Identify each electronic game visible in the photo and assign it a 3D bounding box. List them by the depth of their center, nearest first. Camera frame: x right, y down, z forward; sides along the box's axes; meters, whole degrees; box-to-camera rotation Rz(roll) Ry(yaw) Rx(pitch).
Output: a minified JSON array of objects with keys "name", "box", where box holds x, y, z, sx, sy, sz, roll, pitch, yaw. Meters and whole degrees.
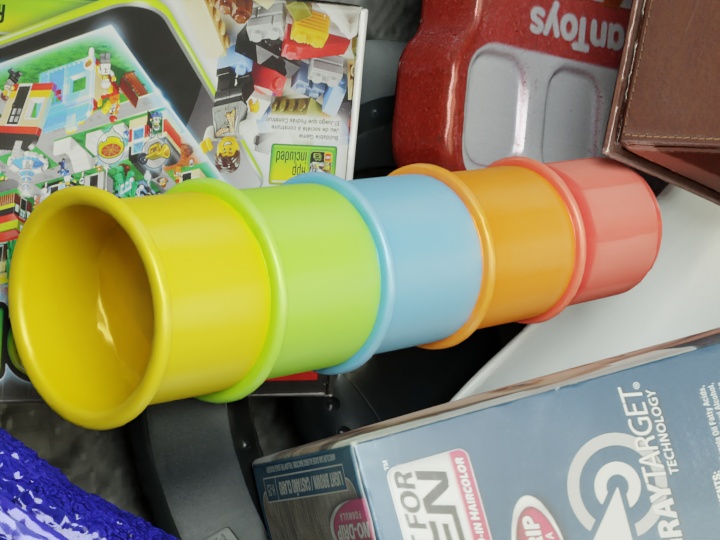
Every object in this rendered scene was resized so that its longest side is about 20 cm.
[{"name":"electronic game","box":[0.009,0.029,0.898,0.200,0.042,0.201,4,84,-42]}]

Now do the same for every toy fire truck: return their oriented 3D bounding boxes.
[{"name":"toy fire truck","box":[0.088,-0.094,0.921,0.200,0.112,0.169,9,87,-48]}]

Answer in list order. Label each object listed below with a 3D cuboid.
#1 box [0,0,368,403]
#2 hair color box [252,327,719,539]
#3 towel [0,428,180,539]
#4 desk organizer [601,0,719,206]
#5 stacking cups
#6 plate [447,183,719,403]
[{"name":"box","box":[-0.088,-0.022,0.755,0.200,0.035,0.110,0,97,-40]},{"name":"hair color box","box":[0.081,0.052,0.816,0.199,0.100,0.061,-15,88,-19]},{"name":"towel","box":[-0.054,0.144,0.705,0.148,0.200,0.050,-57,179,2]},{"name":"desk organizer","box":[0.138,-0.119,0.831,0.072,0.077,0.201,20,78,-46]},{"name":"stacking cups","box":[0.000,0.000,0.779,0.200,0.060,0.061,-8,99,-47]},{"name":"plate","box":[0.143,0.057,0.907,0.200,0.032,0.200,-45,100,-17]}]
